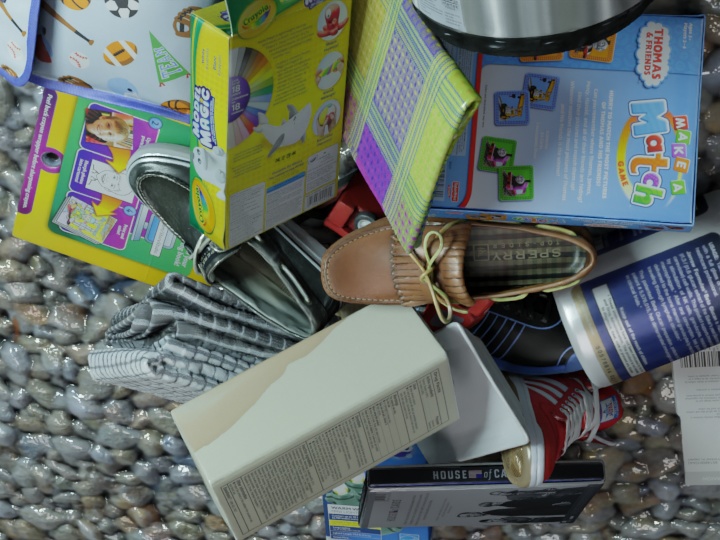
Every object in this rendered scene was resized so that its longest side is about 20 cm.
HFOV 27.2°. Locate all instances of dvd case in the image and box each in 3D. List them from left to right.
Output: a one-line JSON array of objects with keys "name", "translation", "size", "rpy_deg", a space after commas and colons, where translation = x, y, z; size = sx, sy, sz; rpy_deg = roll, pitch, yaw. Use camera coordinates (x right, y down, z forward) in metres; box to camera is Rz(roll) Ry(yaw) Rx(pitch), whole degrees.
[{"name": "dvd case", "translation": [0.101, 0.197, 1.299], "size": [0.199, 0.025, 0.150], "rpy_deg": [0, 158, -3]}]

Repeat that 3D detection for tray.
[{"name": "tray", "translation": [0.074, 0.101, 1.208], "size": [0.108, 0.022, 0.200], "rpy_deg": [58, 157, 1]}]

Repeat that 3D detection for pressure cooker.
[{"name": "pressure cooker", "translation": [0.101, -0.254, 0.909], "size": [0.175, 0.179, 0.201], "rpy_deg": [0, 131, 16]}]

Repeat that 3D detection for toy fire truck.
[{"name": "toy fire truck", "translation": [0.000, 0.000, 1.186], "size": [0.200, 0.049, 0.141], "rpy_deg": [33, 131, -3]}]

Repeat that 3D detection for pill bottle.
[{"name": "pill bottle", "translation": [0.253, 0.006, 1.140], "size": [0.199, 0.111, 0.111], "rpy_deg": [-22, 124, 13]}]

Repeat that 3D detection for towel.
[{"name": "towel", "translation": [-0.111, 0.071, 1.244], "size": [0.199, 0.086, 0.165], "rpy_deg": [17, 167, -22]}, {"name": "towel", "translation": [0.023, -0.127, 1.036], "size": [0.023, 0.200, 0.144], "rpy_deg": [-2, 133, -24]}]

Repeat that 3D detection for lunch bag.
[{"name": "lunch bag", "translation": [-0.190, -0.213, 1.041], "size": [0.199, 0.124, 0.170], "rpy_deg": [16, 128, 0]}]

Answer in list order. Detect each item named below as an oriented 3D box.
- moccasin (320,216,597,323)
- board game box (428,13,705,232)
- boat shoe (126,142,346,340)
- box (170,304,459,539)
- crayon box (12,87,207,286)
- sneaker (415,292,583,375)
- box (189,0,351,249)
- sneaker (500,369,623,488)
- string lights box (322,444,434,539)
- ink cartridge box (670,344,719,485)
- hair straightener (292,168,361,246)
[{"name": "moccasin", "translation": [0.071, -0.004, 1.084], "size": [0.200, 0.078, 0.074], "rpy_deg": [1, 100, 1]}, {"name": "board game box", "translation": [0.139, -0.109, 1.057], "size": [0.199, 0.152, 0.037], "rpy_deg": [4, 172, 9]}, {"name": "boat shoe", "translation": [-0.097, -0.023, 1.131], "size": [0.200, 0.071, 0.072], "rpy_deg": [33, 130, -2]}, {"name": "box", "translation": [-0.031, 0.109, 1.126], "size": [0.199, 0.078, 0.095], "rpy_deg": [-27, 142, -11]}, {"name": "crayon box", "translation": [-0.175, -0.084, 1.195], "size": [0.172, 0.058, 0.200], "rpy_deg": [19, 132, -7]}, {"name": "sneaker", "translation": [0.112, 0.034, 1.231], "size": [0.199, 0.070, 0.078], "rpy_deg": [3, 136, 9]}, {"name": "box", "translation": [-0.065, -0.124, 1.049], "size": [0.048, 0.117, 0.201], "rpy_deg": [35, 135, 31]}, {"name": "sneaker", "translation": [0.171, 0.124, 1.228], "size": [0.112, 0.200, 0.072], "rpy_deg": [5, 107, -2]}, {"name": "string lights box", "translation": [0.016, 0.182, 1.388], "size": [0.102, 0.059, 0.201], "rpy_deg": [3, 131, 8]}, {"name": "ink cartridge box", "translation": [0.367, 0.106, 1.259], "size": [0.199, 0.045, 0.177], "rpy_deg": [-3, 129, 15]}, {"name": "hair straightener", "translation": [0.019, -0.052, 1.194], "size": [0.200, 0.041, 0.077], "rpy_deg": [-29, 119, 32]}]
